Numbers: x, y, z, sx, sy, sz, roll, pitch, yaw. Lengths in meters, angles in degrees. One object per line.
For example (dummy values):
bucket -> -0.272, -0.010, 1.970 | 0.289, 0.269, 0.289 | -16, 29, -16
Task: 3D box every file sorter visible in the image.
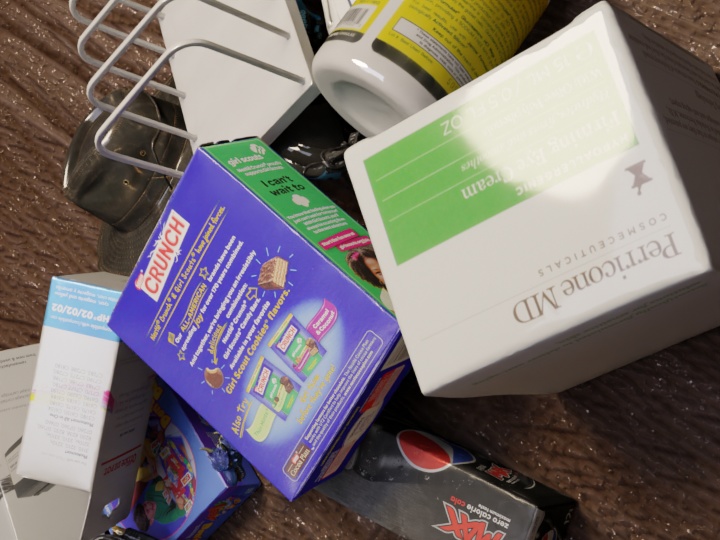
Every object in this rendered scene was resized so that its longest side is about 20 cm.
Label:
file sorter -> -0.138, -0.186, 0.972 | 0.139, 0.124, 0.200 | -41, 51, 32

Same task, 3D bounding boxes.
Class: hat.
hat -> -0.204, -0.094, 1.090 | 0.200, 0.081, 0.201 | -30, 50, 43

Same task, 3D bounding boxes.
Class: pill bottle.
pill bottle -> 0.064, -0.186, 0.894 | 0.112, 0.112, 0.200 | 27, 74, 34

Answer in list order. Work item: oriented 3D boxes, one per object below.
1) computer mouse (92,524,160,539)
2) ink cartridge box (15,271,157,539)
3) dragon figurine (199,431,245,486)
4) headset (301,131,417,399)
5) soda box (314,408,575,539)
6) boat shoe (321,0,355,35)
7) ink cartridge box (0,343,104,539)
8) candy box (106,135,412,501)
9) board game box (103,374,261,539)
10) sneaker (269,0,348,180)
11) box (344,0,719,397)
computer mouse -> -0.188, 0.312, 1.067 | 0.109, 0.044, 0.200 | 17, 111, 10
ink cartridge box -> -0.216, 0.106, 1.028 | 0.068, 0.115, 0.201 | 12, 93, 9
dragon figurine -> -0.099, 0.070, 1.023 | 0.059, 0.099, 0.200 | -26, 72, 30
headset -> 0.000, 0.000, 0.965 | 0.123, 0.094, 0.200 | 4, 118, 31
soda box -> 0.051, 0.160, 0.933 | 0.200, 0.063, 0.071 | 22, 98, 34
boat shoe -> 0.017, -0.157, 0.990 | 0.065, 0.073, 0.200 | -30, 66, 46
ink cartridge box -> -0.312, 0.185, 1.136 | 0.145, 0.084, 0.200 | -33, 74, 50
candy box -> -0.063, 0.031, 0.908 | 0.200, 0.077, 0.169 | 41, 117, 18
board game box -> -0.188, 0.148, 1.112 | 0.134, 0.045, 0.200 | -46, 62, 23
sneaker -> -0.058, -0.158, 1.008 | 0.082, 0.073, 0.200 | -57, 48, 42
box -> 0.137, -0.031, 0.807 | 0.199, 0.200, 0.172 | -27, 73, 29
